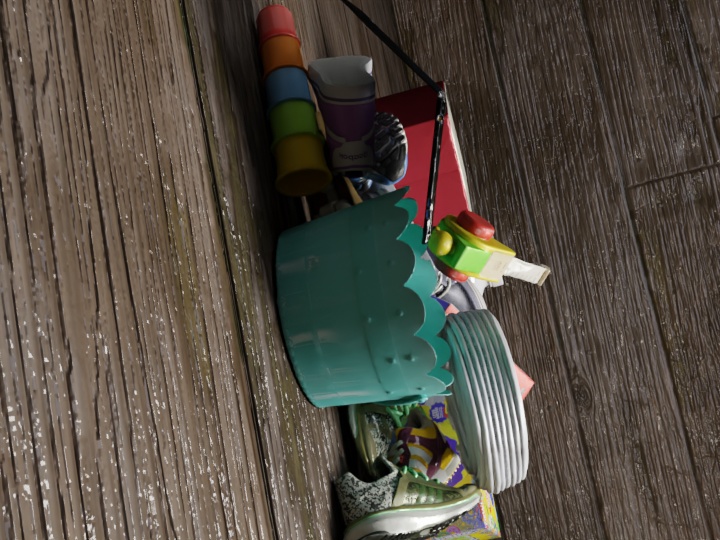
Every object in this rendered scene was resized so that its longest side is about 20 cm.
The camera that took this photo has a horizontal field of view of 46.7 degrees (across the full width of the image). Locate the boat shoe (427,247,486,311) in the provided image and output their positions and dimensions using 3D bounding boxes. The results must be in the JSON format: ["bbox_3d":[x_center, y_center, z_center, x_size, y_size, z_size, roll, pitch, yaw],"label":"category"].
[{"bbox_3d":[0.094,0.014,1.159,0.200,0.075,0.093,46,19,6],"label":"boat shoe"}]

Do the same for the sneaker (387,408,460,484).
[{"bbox_3d":[0.044,0.235,0.953,0.091,0.075,0.200,54,28,0],"label":"sneaker"}]

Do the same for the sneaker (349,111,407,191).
[{"bbox_3d":[0.007,-0.137,0.996,0.200,0.077,0.091,41,-21,58],"label":"sneaker"}]

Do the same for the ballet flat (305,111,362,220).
[{"bbox_3d":[-0.039,-0.082,0.914,0.204,0.068,0.063,67,18,7],"label":"ballet flat"}]

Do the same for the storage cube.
[{"bbox_3d":[0.064,-0.163,1.264,0.201,0.176,0.174,-82,157,-62],"label":"storage cube"}]

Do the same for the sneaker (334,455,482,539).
[{"bbox_3d":[0.049,0.223,0.843,0.198,0.077,0.090,3,54,-48],"label":"sneaker"}]

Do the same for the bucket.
[{"bbox_3d":[0.007,0.033,0.816,0.207,0.132,0.212,-12,90,-80],"label":"bucket"}]

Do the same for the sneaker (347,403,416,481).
[{"bbox_3d":[0.039,0.133,0.928,0.077,0.087,0.204,58,32,-54],"label":"sneaker"}]

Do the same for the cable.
[{"bbox_3d":[0.136,0.145,0.930,0.201,0.068,0.204,-103,-178,-70],"label":"cable"}]

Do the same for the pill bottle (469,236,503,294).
[{"bbox_3d":[0.112,0.005,1.264,0.112,0.196,0.115,-13,90,-80],"label":"pill bottle"}]

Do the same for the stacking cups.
[{"bbox_3d":[-0.072,-0.178,0.863,0.061,0.059,0.204,55,23,-65],"label":"stacking cups"}]

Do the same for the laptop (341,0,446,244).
[{"bbox_3d":[0.031,-0.145,0.804,0.177,0.101,0.205,-63,159,-76],"label":"laptop"}]

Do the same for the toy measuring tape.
[{"bbox_3d":[0.132,-0.022,0.899,0.198,0.073,0.075,10,64,-48],"label":"toy measuring tape"}]

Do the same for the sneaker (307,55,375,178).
[{"bbox_3d":[-0.019,-0.163,0.898,0.201,0.071,0.117,-92,179,-65],"label":"sneaker"}]

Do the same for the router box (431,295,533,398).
[{"bbox_3d":[0.114,0.093,1.127,0.179,0.049,0.199,42,-8,-27],"label":"router box"}]

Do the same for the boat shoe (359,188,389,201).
[{"bbox_3d":[0.000,0.000,1.015,0.074,0.072,0.205,-141,-130,-61],"label":"boat shoe"}]

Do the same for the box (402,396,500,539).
[{"bbox_3d":[0.105,0.264,1.136,0.193,0.119,0.204,52,27,-66],"label":"box"}]

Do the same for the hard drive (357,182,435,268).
[{"bbox_3d":[0.033,-0.028,1.060,0.133,0.026,0.202,107,-29,-43],"label":"hard drive"}]
